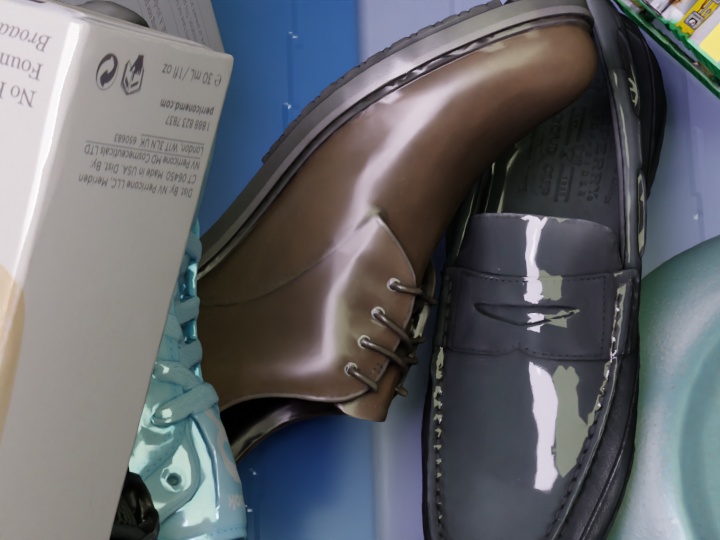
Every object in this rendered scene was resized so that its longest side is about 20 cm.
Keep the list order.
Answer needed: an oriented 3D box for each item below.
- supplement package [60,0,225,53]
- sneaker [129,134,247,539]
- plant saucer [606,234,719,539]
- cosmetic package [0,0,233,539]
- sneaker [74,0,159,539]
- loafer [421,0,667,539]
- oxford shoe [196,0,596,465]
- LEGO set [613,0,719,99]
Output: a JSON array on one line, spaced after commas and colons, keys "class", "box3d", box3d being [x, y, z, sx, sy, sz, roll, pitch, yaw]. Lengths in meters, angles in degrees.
[{"class": "supplement package", "box3d": [-0.160, -0.064, 0.810, 0.147, 0.191, 0.200, 22, 62, 23]}, {"class": "sneaker", "box3d": [-0.061, 0.040, 0.813, 0.082, 0.074, 0.201, 17, 88, 11]}, {"class": "plant saucer", "box3d": [0.159, 0.070, 0.927, 0.199, 0.036, 0.201, 4, 67, -11]}, {"class": "cosmetic package", "box3d": [-0.110, 0.032, 0.674, 0.105, 0.071, 0.201, 15, 94, 25]}, {"class": "sneaker", "box3d": [-0.073, 0.039, 0.741, 0.114, 0.076, 0.200, 26, 93, 14]}, {"class": "loafer", "box3d": [0.051, 0.006, 0.904, 0.068, 0.070, 0.201, 2, 63, 19]}, {"class": "oxford shoe", "box3d": [0.000, 0.000, 0.871, 0.200, 0.073, 0.084, -42, 69, 9]}, {"class": "LEGO set", "box3d": [0.103, -0.144, 0.937, 0.200, 0.154, 0.116, 44, 94, 20]}]
